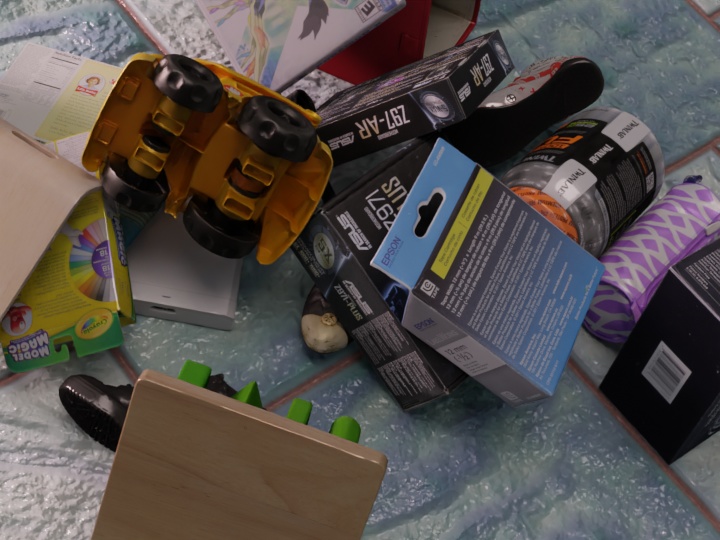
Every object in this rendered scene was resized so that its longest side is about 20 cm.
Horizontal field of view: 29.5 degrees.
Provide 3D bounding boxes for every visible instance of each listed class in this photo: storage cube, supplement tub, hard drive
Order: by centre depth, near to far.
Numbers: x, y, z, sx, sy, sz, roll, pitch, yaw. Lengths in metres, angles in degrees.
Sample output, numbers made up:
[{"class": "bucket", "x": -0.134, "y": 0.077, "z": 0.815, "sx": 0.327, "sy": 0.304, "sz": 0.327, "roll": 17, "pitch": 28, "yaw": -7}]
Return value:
[{"class": "hard drive", "x": -0.173, "y": -0.042, "z": 1.315, "sx": 0.131, "sy": 0.026, "sz": 0.201, "roll": 10, "pitch": 54, "yaw": -6}, {"class": "supplement tub", "x": 0.209, "y": -0.073, "z": 1.352, "sx": 0.122, "sy": 0.123, "sz": 0.200, "roll": 37, "pitch": 44, "yaw": 13}, {"class": "storage cube", "x": 0.023, "y": -0.311, "z": 1.455, "sx": 0.179, "sy": 0.201, "sz": 0.171, "roll": 24, "pitch": 53, "yaw": 13}]

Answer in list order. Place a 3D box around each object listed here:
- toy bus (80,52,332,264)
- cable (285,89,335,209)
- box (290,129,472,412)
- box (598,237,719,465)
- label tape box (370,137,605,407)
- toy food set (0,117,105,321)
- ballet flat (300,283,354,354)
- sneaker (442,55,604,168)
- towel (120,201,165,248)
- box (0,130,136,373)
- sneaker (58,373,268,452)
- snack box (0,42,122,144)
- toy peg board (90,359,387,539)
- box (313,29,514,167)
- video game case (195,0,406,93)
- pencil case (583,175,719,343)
[{"class": "toy bus", "x": -0.132, "y": -0.128, "z": 1.227, "sx": 0.199, "sy": 0.136, "sz": 0.192, "roll": 26, "pitch": 26, "yaw": -15}, {"class": "cable", "x": -0.065, "y": -0.114, "z": 1.397, "sx": 0.097, "sy": 0.050, "sz": 0.201, "roll": -7, "pitch": 67, "yaw": -51}, {"class": "box", "x": 0.056, "y": -0.003, "z": 1.261, "sx": 0.163, "sy": 0.086, "sz": 0.201, "roll": -36, "pitch": 93, "yaw": -32}, {"class": "box", "x": 0.345, "y": 0.054, "z": 1.264, "sx": 0.181, "sy": 0.201, "sz": 0.104, "roll": -28, "pitch": 64, "yaw": -28}, {"class": "label tape box", "x": 0.104, "y": 0.003, "z": 1.197, "sx": 0.199, "sy": 0.066, "sz": 0.144, "roll": 36, "pitch": 62, "yaw": -14}, {"class": "toy food set", "x": -0.332, "y": -0.028, "z": 1.183, "sx": 0.143, "sy": 0.060, "sz": 0.201, "roll": 32, "pitch": 87, "yaw": 11}, {"class": "ballet flat", "x": 0.000, "y": 0.000, "z": 1.307, "sx": 0.066, "sy": 0.057, "sz": 0.200, "roll": 28, "pitch": 53, "yaw": 8}, {"class": "sneaker", "x": 0.162, "y": -0.168, "z": 1.467, "sx": 0.200, "sy": 0.108, "sz": 0.068, "roll": -28, "pitch": 100, "yaw": 5}, {"class": "towel", "x": -0.251, "y": -0.085, "z": 1.306, "sx": 0.146, "sy": 0.022, "sz": 0.200, "roll": 25, "pitch": 56, "yaw": 18}, {"class": "box", "x": -0.266, "y": -0.013, "z": 1.210, "sx": 0.116, "sy": 0.048, "sz": 0.201, "roll": -14, "pitch": 69, "yaw": 9}, {"class": "sneaker", "x": -0.152, "y": 0.127, "z": 1.180, "sx": 0.199, "sy": 0.060, "sz": 0.104, "roll": 33, "pitch": 55, "yaw": 4}, {"class": "snack box", "x": -0.258, "y": -0.147, "z": 1.317, "sx": 0.199, "sy": 0.037, "sz": 0.117, "roll": 17, "pitch": 55, "yaw": 12}, {"class": "toy peg board", "x": -0.096, "y": 0.182, "z": 1.095, "sx": 0.199, "sy": 0.200, "sz": 0.098, "roll": 20, "pitch": 22, "yaw": 1}, {"class": "box", "x": 0.034, "y": -0.162, "z": 1.332, "sx": 0.044, "sy": 0.199, "sz": 0.160, "roll": 64, "pitch": 31, "yaw": -14}, {"class": "video game case", "x": -0.079, "y": -0.296, "z": 1.351, "sx": 0.201, "sy": 0.182, "sz": 0.022, "roll": 60, "pitch": 17, "yaw": 5}, {"class": "pencil case", "x": 0.297, "y": -0.009, "z": 1.369, "sx": 0.085, "sy": 0.084, "sz": 0.200, "roll": 12, "pitch": 43, "yaw": 45}]
